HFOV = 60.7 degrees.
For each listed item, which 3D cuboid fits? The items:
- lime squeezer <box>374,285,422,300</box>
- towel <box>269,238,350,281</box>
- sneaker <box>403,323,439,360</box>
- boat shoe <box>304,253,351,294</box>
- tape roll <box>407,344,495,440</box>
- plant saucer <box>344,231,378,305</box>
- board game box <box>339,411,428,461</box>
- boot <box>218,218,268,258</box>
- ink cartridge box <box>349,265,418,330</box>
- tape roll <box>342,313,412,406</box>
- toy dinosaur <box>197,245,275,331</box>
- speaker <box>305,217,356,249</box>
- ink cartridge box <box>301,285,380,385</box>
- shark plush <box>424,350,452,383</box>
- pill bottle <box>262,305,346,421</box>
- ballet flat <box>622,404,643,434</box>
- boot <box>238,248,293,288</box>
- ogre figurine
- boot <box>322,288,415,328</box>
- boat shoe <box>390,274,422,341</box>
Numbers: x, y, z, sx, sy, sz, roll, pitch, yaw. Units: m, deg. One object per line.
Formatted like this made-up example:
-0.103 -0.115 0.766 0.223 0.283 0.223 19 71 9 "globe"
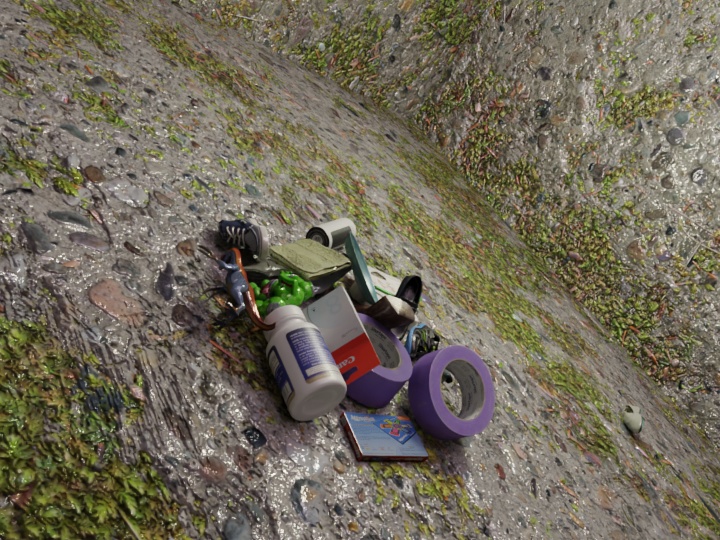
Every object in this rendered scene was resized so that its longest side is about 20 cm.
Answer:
0.124 0.084 1.720 0.197 0.039 0.070 14 4 -42 "lime squeezer"
-0.130 -0.031 1.515 0.146 0.038 0.198 -18 30 -37 "towel"
0.164 0.192 1.623 0.081 0.072 0.199 27 17 18 "sneaker"
-0.102 0.018 1.564 0.199 0.069 0.072 -33 88 -44 "boat shoe"
0.210 0.280 1.411 0.195 0.084 0.206 14 64 -30 "tape roll"
0.000 0.000 1.580 0.200 0.027 0.205 -23 91 -84 "plant saucer"
0.051 0.344 1.266 0.197 0.020 0.104 17 34 -41 "board game box"
-0.273 -0.075 1.425 0.088 0.075 0.199 -2 14 -22 "boot"
0.056 0.069 1.727 0.197 0.045 0.178 23 30 -33 "ink cartridge box"
0.015 0.197 1.376 0.197 0.086 0.202 32 24 -16 "tape roll"
-0.253 0.034 1.248 0.196 0.106 0.184 25 42 -11 "toy dinosaur"
-0.084 -0.101 1.787 0.081 0.082 0.199 42 23 10 "speaker"
-0.065 0.148 1.272 0.048 0.157 0.202 59 2 -47 "ink cartridge box"
0.195 0.239 1.555 0.199 0.089 0.086 -9 79 -66 "shark plush"
-0.117 0.173 1.191 0.118 0.120 0.202 11 38 -45 "pill bottle"
0.984 0.537 2.234 0.069 0.070 0.199 43 20 12 "ballet flat"
-0.255 -0.002 1.409 0.130 0.069 0.198 37 20 30 "boot"
-0.178 0.054 1.304 0.117 0.101 0.198 9 5 34 "ogre figurine"
0.019 0.084 1.471 0.184 0.199 0.065 32 66 -16 "boot"
0.116 0.097 1.632 0.073 0.062 0.204 28 66 -12 "boat shoe"
